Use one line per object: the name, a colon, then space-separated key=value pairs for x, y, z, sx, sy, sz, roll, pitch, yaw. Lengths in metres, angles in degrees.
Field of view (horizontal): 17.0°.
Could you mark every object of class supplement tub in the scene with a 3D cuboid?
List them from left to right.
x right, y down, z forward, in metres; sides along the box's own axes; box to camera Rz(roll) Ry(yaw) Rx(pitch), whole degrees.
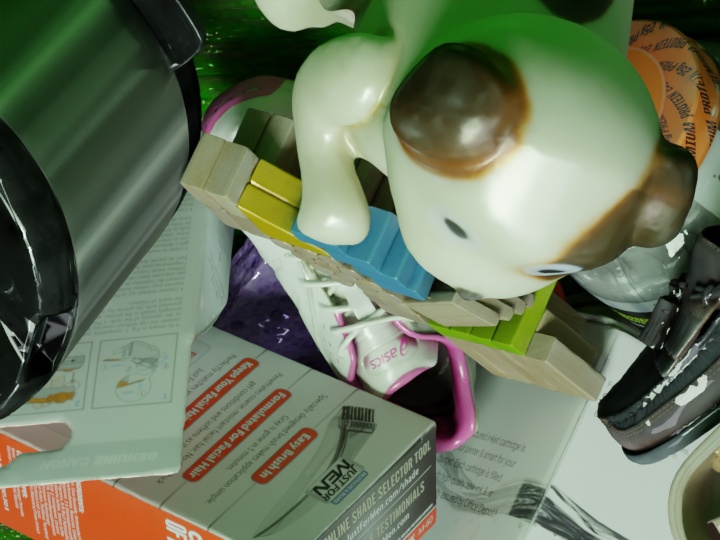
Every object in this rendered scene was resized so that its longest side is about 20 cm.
supplement tub: x=0.163 y=-0.018 z=1.046 sx=0.123 sy=0.123 sz=0.200 roll=-27 pitch=137 yaw=32

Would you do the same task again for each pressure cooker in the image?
pressure cooker: x=-0.160 y=-0.049 z=0.951 sx=0.176 sy=0.200 sz=0.179 roll=16 pitch=124 yaw=12

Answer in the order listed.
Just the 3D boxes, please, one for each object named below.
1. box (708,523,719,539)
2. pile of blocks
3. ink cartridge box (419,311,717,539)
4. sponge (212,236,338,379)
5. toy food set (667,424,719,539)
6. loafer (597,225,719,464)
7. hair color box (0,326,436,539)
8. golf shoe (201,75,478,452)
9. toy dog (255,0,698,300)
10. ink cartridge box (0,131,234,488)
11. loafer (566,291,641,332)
box: x=0.224 y=0.179 z=1.283 sx=0.166 sy=0.164 sz=0.200 roll=25 pitch=137 yaw=-30
pile of blocks: x=0.026 y=-0.017 z=0.985 sx=0.200 sy=0.062 sz=0.082 roll=29 pitch=167 yaw=-24
ink cartridge box: x=0.075 y=0.123 z=1.089 sx=0.084 sy=0.200 sz=0.145 roll=28 pitch=173 yaw=-21
sponge: x=-0.028 y=0.040 z=1.148 sx=0.112 sy=0.030 sz=0.200 roll=23 pitch=116 yaw=-30
toy food set: x=0.210 y=0.046 z=0.947 sx=0.200 sy=0.060 sz=0.144 roll=-45 pitch=165 yaw=11
loafer: x=0.159 y=-0.011 z=0.934 sx=0.063 sy=0.072 sz=0.200 roll=42 pitch=104 yaw=-15
hair color box: x=-0.079 y=0.082 z=1.049 sx=0.200 sy=0.111 sz=0.064 roll=21 pitch=132 yaw=29
golf shoe: x=0.000 y=0.000 z=1.051 sx=0.075 sy=0.092 sz=0.200 roll=-31 pitch=126 yaw=9
toy dog: x=0.058 y=-0.072 z=0.886 sx=0.140 sy=0.200 sz=0.194 roll=32 pitch=121 yaw=-27
ink cartridge box: x=-0.141 y=0.028 z=1.042 sx=0.160 sy=0.200 sz=0.047 roll=-6 pitch=136 yaw=8
loafer: x=0.091 y=0.087 z=1.241 sx=0.072 sy=0.063 sz=0.200 roll=13 pitch=142 yaw=-19
